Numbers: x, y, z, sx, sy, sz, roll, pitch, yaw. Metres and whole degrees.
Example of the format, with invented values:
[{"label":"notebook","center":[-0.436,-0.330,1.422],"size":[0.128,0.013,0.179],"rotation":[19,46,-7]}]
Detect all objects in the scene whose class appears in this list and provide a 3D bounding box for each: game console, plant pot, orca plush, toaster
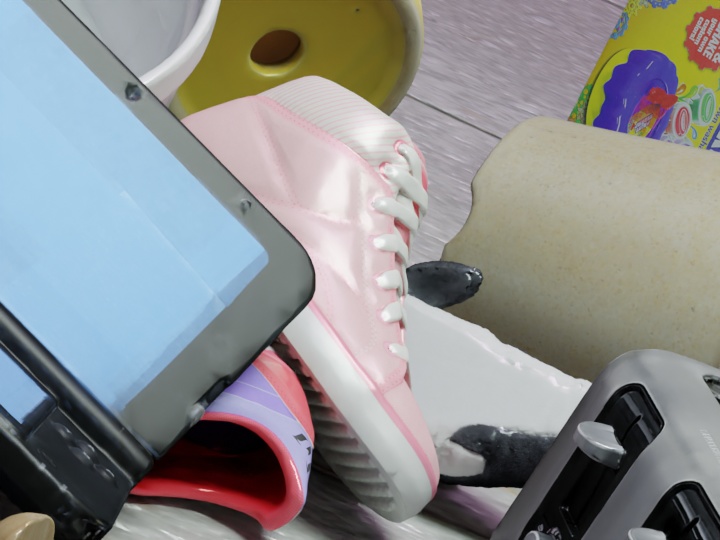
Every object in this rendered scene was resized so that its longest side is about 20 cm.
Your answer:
[{"label":"game console","center":[-0.119,-0.024,0.884],"size":[0.200,0.116,0.176],"rotation":[45,2,-3]},{"label":"plant pot","center":[0.140,0.020,1.195],"size":[0.183,0.201,0.200],"rotation":[21,14,23]},{"label":"plant pot","center":[-0.055,-0.156,1.262],"size":[0.200,0.201,0.189],"rotation":[17,34,-29]},{"label":"orca plush","center":[0.047,0.056,1.101],"size":[0.200,0.071,0.105],"rotation":[0,58,6]},{"label":"toaster","center":[0.163,0.135,0.967],"size":[0.200,0.119,0.181],"rotation":[22,18,-16]}]

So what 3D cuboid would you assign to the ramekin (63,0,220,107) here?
[{"label":"ramekin","center":[-0.164,-0.109,1.113],"size":[0.200,0.105,0.200],"rotation":[9,51,-11]}]

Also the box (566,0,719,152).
[{"label":"box","center":[0.216,-0.062,1.481],"size":[0.122,0.200,0.192],"rotation":[37,19,32]}]

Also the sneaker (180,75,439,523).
[{"label":"sneaker","center":[0.000,0.000,1.053],"size":[0.105,0.075,0.200],"rotation":[-28,60,-14]}]

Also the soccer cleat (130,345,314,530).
[{"label":"soccer cleat","center":[-0.107,0.040,0.955],"size":[0.200,0.067,0.077],"rotation":[19,29,-23]}]

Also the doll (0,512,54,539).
[{"label":"doll","center":[-0.193,0.055,0.800],"size":[0.200,0.049,0.136],"rotation":[26,18,15]}]
